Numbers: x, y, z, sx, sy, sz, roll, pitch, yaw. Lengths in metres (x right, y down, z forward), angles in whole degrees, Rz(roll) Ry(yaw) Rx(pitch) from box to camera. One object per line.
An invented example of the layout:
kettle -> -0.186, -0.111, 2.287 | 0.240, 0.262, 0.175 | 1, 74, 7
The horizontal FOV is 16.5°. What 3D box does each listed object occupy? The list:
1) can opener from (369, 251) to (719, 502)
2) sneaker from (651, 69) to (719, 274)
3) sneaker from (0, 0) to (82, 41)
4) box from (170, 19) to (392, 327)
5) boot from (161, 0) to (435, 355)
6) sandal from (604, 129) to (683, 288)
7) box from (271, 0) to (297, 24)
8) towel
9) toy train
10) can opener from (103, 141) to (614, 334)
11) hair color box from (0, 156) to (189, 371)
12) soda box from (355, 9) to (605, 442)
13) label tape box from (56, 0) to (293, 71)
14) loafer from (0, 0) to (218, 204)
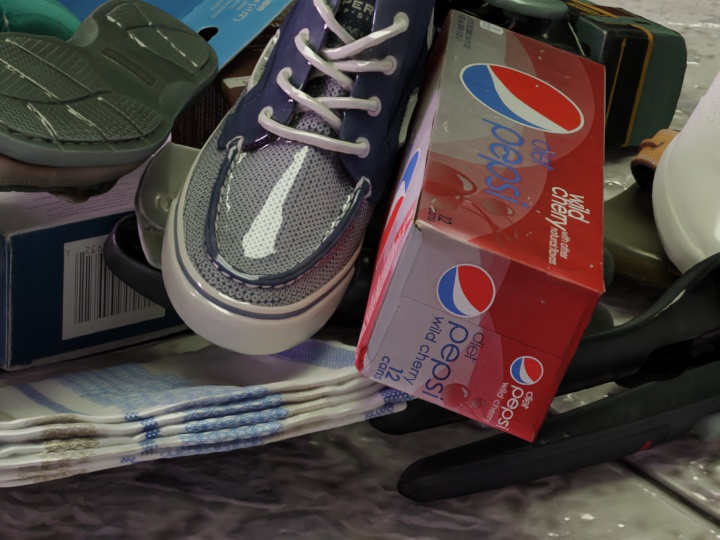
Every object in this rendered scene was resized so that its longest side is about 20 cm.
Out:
can opener -> 0.095, 0.044, 0.916 | 0.199, 0.079, 0.064 | -19, 62, -31
sneaker -> 0.179, -0.071, 1.040 | 0.075, 0.089, 0.200 | 25, 48, -4
sneaker -> -0.166, -0.093, 0.938 | 0.079, 0.078, 0.200 | 5, -6, 34
box -> -0.012, -0.048, 1.089 | 0.100, 0.075, 0.200 | -6, 26, -19
boot -> -0.017, -0.063, 0.905 | 0.072, 0.091, 0.200 | 19, 40, 0
sandal -> 0.158, -0.040, 1.106 | 0.081, 0.055, 0.200 | 17, 27, 31
box -> -0.007, -0.169, 1.204 | 0.082, 0.200, 0.068 | 34, 2, -35
towel -> -0.095, 0.048, 0.868 | 0.199, 0.024, 0.147 | -9, 7, -24
toy train -> 0.071, -0.115, 1.250 | 0.114, 0.086, 0.200 | 3, 16, -35
can opener -> 0.000, 0.000, 0.971 | 0.199, 0.067, 0.054 | 14, 61, -20
hair color box -> -0.156, -0.028, 1.039 | 0.100, 0.061, 0.200 | -12, 27, -36
soda box -> 0.047, -0.022, 0.895 | 0.070, 0.064, 0.200 | 21, 27, -4
label tape box -> -0.145, -0.137, 1.108 | 0.199, 0.066, 0.143 | 12, 36, 24
loafer -> -0.108, -0.051, 0.928 | 0.072, 0.063, 0.200 | 36, 21, 5
